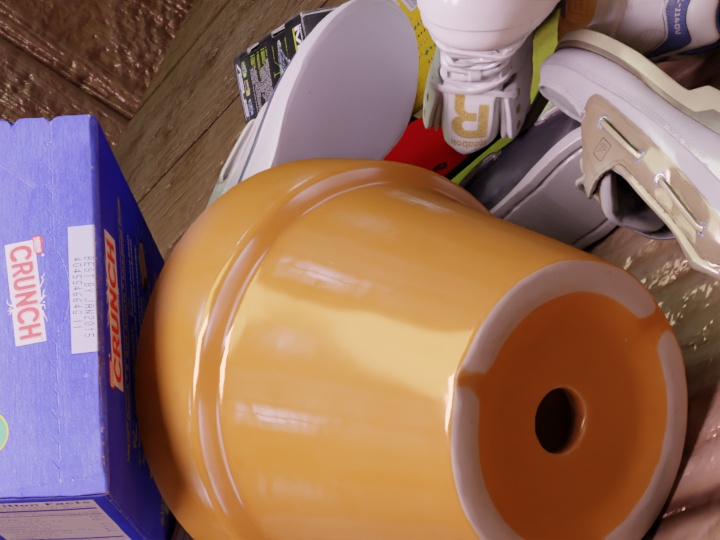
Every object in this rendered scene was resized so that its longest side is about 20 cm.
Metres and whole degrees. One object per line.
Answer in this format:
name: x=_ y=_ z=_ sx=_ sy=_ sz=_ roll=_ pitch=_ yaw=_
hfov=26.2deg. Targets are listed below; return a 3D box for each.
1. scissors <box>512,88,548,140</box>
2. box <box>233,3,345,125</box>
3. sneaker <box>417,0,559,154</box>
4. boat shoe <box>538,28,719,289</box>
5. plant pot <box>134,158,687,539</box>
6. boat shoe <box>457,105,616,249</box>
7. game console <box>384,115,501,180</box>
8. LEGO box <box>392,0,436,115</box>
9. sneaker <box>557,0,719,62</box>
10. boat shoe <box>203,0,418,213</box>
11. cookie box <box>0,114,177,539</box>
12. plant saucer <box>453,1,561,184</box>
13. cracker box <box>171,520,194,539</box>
scissors: x=0.134 y=-0.143 z=0.922 sx=0.202 sy=0.014 sz=0.073 roll=-68 pitch=-23 yaw=-13
box: x=-0.031 y=-0.074 z=1.105 sx=0.193 sy=0.047 sz=0.202 roll=172 pitch=86 yaw=-69
sneaker: x=0.065 y=-0.108 z=0.777 sx=0.200 sy=0.073 sz=0.117 roll=-62 pitch=-22 yaw=-67
boat shoe: x=0.129 y=-0.053 z=0.694 sx=0.069 sy=0.074 sz=0.200 roll=-56 pitch=28 yaw=6
plant pot: x=0.032 y=0.052 z=0.663 sx=0.183 sy=0.200 sz=0.201 roll=4 pitch=62 yaw=55
boat shoe: x=0.079 y=-0.027 z=0.846 sx=0.200 sy=0.074 sz=0.061 roll=-44 pitch=20 yaw=33
game console: x=0.000 y=0.000 z=0.894 sx=0.200 sy=0.118 sz=0.173 roll=-39 pitch=-39 yaw=-30
LEGO box: x=0.088 y=-0.203 z=1.069 sx=0.149 sy=0.077 sz=0.200 roll=-45 pitch=5 yaw=-37
sneaker: x=0.162 y=-0.140 z=0.839 sx=0.200 sy=0.087 sz=0.076 roll=-45 pitch=-37 yaw=-69
boat shoe: x=-0.036 y=-0.047 z=0.767 sx=0.065 sy=0.072 sz=0.202 roll=1 pitch=65 yaw=52
cookie box: x=-0.137 y=0.045 z=0.734 sx=0.200 sy=0.074 sz=0.173 roll=85 pitch=180 yaw=-70
plant saucer: x=0.099 y=-0.100 z=1.005 sx=0.200 sy=0.031 sz=0.200 roll=-51 pitch=17 yaw=22
cracker box: x=-0.071 y=0.208 z=0.769 sx=0.201 sy=0.057 sz=0.135 roll=-72 pitch=-17 yaw=-44
